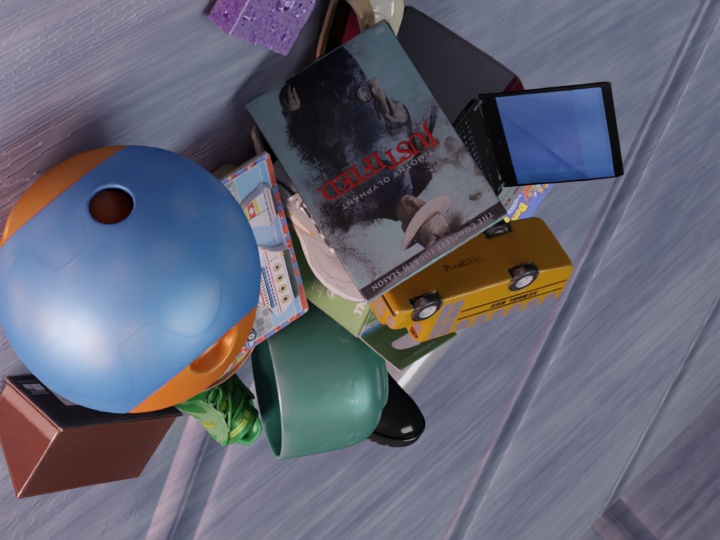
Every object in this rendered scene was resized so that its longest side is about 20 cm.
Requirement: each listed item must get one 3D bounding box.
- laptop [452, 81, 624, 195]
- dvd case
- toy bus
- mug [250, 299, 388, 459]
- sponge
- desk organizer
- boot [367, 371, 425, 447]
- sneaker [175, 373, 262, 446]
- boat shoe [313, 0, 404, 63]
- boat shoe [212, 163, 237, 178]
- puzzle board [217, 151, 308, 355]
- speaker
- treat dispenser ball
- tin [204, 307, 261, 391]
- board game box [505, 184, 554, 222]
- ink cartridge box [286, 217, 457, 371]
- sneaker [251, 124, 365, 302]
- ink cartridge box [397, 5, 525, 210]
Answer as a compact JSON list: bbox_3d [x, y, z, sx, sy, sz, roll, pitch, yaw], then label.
[{"bbox_3d":[0.138,-0.073,1.635,0.200,0.103,0.177,-53,155,-14],"label":"laptop"},{"bbox_3d":[0.013,-0.094,1.530,0.146,0.201,0.022,-31,175,-2],"label":"dvd case"},{"bbox_3d":[0.097,0.009,1.650,0.199,0.065,0.078,-16,150,-27],"label":"toy bus"},{"bbox_3d":[-0.042,0.089,1.763,0.114,0.186,0.153,-9,136,-11],"label":"mug"},{"bbox_3d":[-0.041,-0.273,1.448,0.201,0.030,0.111,-58,159,10],"label":"sponge"},{"bbox_3d":[-0.249,0.141,1.584,0.077,0.072,0.200,-57,159,13],"label":"desk organizer"},{"bbox_3d":[0.002,0.075,1.862,0.073,0.198,0.163,-39,161,-41],"label":"boot"},{"bbox_3d":[-0.140,0.124,1.773,0.074,0.083,0.200,-52,159,-4],"label":"sneaker"},{"bbox_3d":[-0.016,-0.172,1.611,0.069,0.074,0.201,-29,138,-44],"label":"boat shoe"},{"bbox_3d":[-0.109,-0.011,1.652,0.075,0.068,0.200,-44,157,-24],"label":"boat shoe"},{"bbox_3d":[-0.121,0.008,1.556,0.150,0.017,0.201,-32,140,-18],"label":"puzzle board"},{"bbox_3d":[0.056,0.092,2.158,0.200,0.081,0.081,-49,159,-16],"label":"speaker"},{"bbox_3d":[-0.174,0.006,1.350,0.201,0.201,0.201,-44,157,-24],"label":"treat dispenser ball"},{"bbox_3d":[-0.157,0.031,1.583,0.112,0.042,0.200,-36,140,-7],"label":"tin"},{"bbox_3d":[0.118,-0.056,1.986,0.045,0.134,0.200,36,89,-31],"label":"board game box"},{"bbox_3d":[0.000,0.000,1.718,0.104,0.200,0.059,-27,149,-50],"label":"ink cartridge box"},{"bbox_3d":[-0.041,-0.057,1.571,0.076,0.200,0.092,-39,150,3],"label":"sneaker"},{"bbox_3d":[0.079,-0.133,1.763,0.146,0.144,0.200,-54,159,-3],"label":"ink cartridge box"}]
